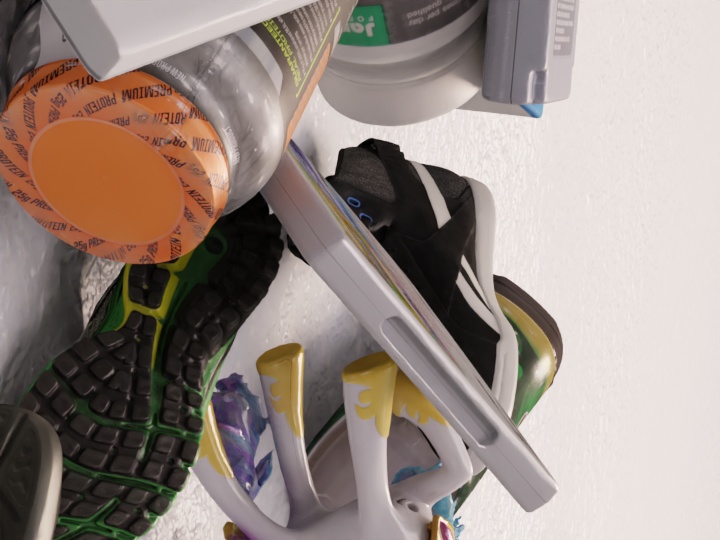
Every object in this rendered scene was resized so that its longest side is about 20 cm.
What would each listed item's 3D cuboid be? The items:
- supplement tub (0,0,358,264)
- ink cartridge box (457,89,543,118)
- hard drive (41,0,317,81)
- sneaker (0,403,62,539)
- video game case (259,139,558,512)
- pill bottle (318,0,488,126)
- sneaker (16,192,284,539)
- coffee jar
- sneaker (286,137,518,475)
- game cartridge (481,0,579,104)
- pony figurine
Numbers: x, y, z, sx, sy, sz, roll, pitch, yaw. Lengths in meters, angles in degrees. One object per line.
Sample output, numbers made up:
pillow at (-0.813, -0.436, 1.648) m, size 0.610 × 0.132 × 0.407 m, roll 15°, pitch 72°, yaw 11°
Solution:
supplement tub at (-0.072, -0.105, 1.249) m, size 0.200 × 0.122 × 0.123 m, roll -66°, pitch 154°, yaw -42°
ink cartridge box at (0.061, -0.200, 1.653) m, size 0.144 × 0.084 × 0.201 m, roll 29°, pitch 69°, yaw -69°
hard drive at (-0.063, -0.160, 1.189) m, size 0.200 × 0.027 × 0.132 m, roll -25°, pitch 78°, yaw -43°
sneaker at (-0.156, 0.155, 1.168) m, size 0.114 × 0.076 × 0.201 m, roll 42°, pitch 60°, yaw -69°
video game case at (0.000, 0.000, 1.334) m, size 0.182 × 0.022 × 0.200 m, roll 50°, pitch 3°, yaw -36°
pill bottle at (0.007, -0.175, 1.465) m, size 0.201 × 0.112 × 0.113 m, roll 76°, pitch 28°, yaw -43°
sneaker at (-0.098, 0.056, 1.295) m, size 0.200 × 0.078 × 0.085 m, roll -58°, pitch -179°, yaw -29°
coffee jar at (0.042, 0.078, 1.655) m, size 0.104 × 0.085 × 0.200 m, roll -49°, pitch 178°, yaw 29°
sneaker at (0.014, 0.016, 1.535) m, size 0.073 × 0.111 × 0.201 m, roll -54°, pitch -153°, yaw 35°
game cartridge at (0.091, -0.152, 1.525) m, size 0.200 × 0.040 × 0.134 m, roll -24°, pitch 123°, yaw -82°
pony figurine at (-0.019, 0.140, 1.427) m, size 0.201 × 0.192 × 0.167 m, roll 68°, pitch 25°, yaw -17°
